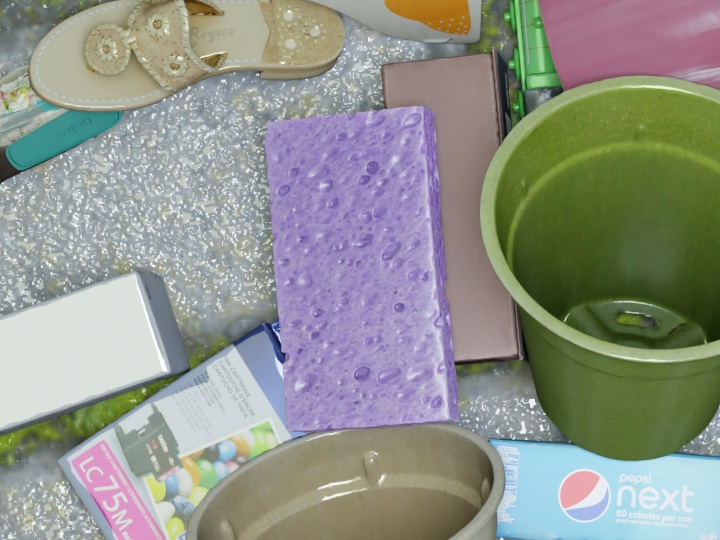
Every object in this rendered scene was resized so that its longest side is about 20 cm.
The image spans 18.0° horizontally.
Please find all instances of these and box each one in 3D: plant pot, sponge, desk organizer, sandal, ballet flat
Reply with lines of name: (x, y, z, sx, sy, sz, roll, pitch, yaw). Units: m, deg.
plant pot: (0.170, 0.018, 1.386, 0.198, 0.190, 0.201, -1, 57, 1)
sponge: (0.000, 0.000, 1.445, 0.111, 0.030, 0.202, -6, 85, 21)
plant pot: (0.010, 0.221, 1.411, 0.199, 0.201, 0.185, -13, 113, 3)
plant pot: (0.214, -0.167, 1.426, 0.178, 0.200, 0.202, -16, 87, 18)
desk organizer: (0.063, -0.037, 1.481, 0.076, 0.072, 0.202, -5, 86, 9)
sandal: (-0.109, -0.157, 1.465, 0.210, 0.070, 0.078, -7, 70, -15)
ballet flat: (-0.248, -0.093, 1.512, 0.199, 0.076, 0.064, -22, 56, -2)

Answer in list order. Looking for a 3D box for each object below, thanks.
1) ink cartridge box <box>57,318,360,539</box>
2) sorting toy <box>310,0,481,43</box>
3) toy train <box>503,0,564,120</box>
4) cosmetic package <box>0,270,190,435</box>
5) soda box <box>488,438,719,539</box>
ink cartridge box: (-0.086, 0.120, 1.500, 0.199, 0.042, 0.120, -33, 87, 0)
sorting toy: (-0.010, -0.253, 1.473, 0.178, 0.107, 0.202, 0, 88, 2)
toy train: (0.120, -0.120, 1.488, 0.041, 0.056, 0.202, -6, 88, 3)
cosmetic package: (-0.219, 0.065, 1.479, 0.199, 0.101, 0.072, -19, 87, 3)
soda box: (0.178, 0.147, 1.467, 0.198, 0.068, 0.065, 5, 87, 4)
